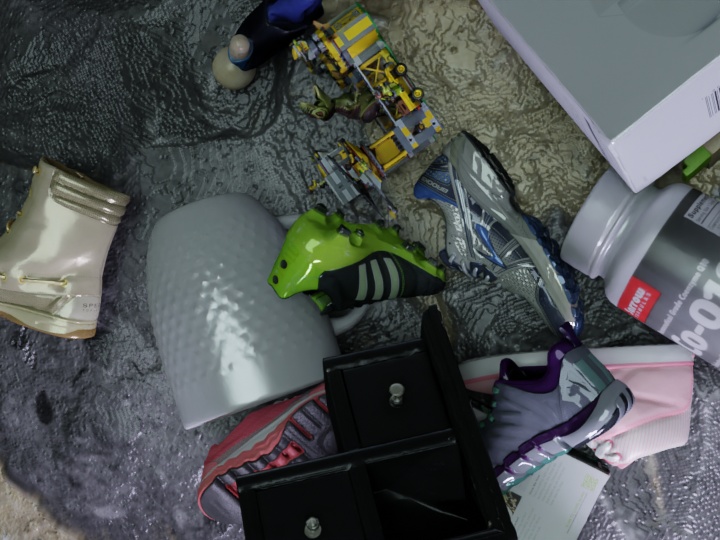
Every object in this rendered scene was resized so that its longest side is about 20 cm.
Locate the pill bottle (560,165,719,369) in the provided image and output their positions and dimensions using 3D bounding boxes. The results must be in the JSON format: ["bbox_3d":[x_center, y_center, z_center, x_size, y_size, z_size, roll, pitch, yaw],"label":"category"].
[{"bbox_3d":[0.269,0.002,0.748,0.200,0.114,0.114,33,98,19],"label":"pill bottle"}]

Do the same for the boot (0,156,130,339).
[{"bbox_3d":[-0.327,-0.035,0.888,0.199,0.073,0.156,18,96,8],"label":"boot"}]

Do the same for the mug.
[{"bbox_3d":[-0.086,0.022,0.819,0.200,0.148,0.176,-18,84,-15],"label":"mug"}]

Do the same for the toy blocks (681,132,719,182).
[{"bbox_3d":[0.295,-0.187,0.766,0.200,0.100,0.137,-43,73,8],"label":"toy blocks"}]

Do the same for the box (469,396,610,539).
[{"bbox_3d":[0.099,0.195,0.836,0.200,0.036,0.145,26,96,7],"label":"box"}]

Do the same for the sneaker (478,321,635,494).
[{"bbox_3d":[0.122,0.121,0.759,0.200,0.074,0.088,-41,79,31],"label":"sneaker"}]

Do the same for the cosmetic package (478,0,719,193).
[{"bbox_3d":[0.216,-0.205,0.695,0.199,0.123,0.200,-38,65,12],"label":"cosmetic package"}]

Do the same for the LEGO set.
[{"bbox_3d":[-0.016,-0.124,0.773,0.116,0.200,0.154,-35,103,2],"label":"LEGO set"}]

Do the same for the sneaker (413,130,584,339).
[{"bbox_3d":[0.118,-0.019,0.813,0.085,0.077,0.200,-37,78,20],"label":"sneaker"}]

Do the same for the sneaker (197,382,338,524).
[{"bbox_3d":[-0.066,0.139,0.840,0.200,0.087,0.074,-33,120,6],"label":"sneaker"}]

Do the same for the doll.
[{"bbox_3d":[-0.066,-0.214,0.803,0.200,0.137,0.049,-26,108,43],"label":"doll"}]

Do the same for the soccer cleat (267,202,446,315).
[{"bbox_3d":[0.000,0.000,0.776,0.068,0.200,0.081,47,109,32],"label":"soccer cleat"}]

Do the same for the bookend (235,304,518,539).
[{"bbox_3d":[-0.010,0.149,0.704,0.198,0.092,0.200,-11,53,-6],"label":"bookend"}]

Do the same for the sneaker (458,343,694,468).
[{"bbox_3d":[0.183,0.117,0.795,0.200,0.075,0.105,-3,86,7],"label":"sneaker"}]
